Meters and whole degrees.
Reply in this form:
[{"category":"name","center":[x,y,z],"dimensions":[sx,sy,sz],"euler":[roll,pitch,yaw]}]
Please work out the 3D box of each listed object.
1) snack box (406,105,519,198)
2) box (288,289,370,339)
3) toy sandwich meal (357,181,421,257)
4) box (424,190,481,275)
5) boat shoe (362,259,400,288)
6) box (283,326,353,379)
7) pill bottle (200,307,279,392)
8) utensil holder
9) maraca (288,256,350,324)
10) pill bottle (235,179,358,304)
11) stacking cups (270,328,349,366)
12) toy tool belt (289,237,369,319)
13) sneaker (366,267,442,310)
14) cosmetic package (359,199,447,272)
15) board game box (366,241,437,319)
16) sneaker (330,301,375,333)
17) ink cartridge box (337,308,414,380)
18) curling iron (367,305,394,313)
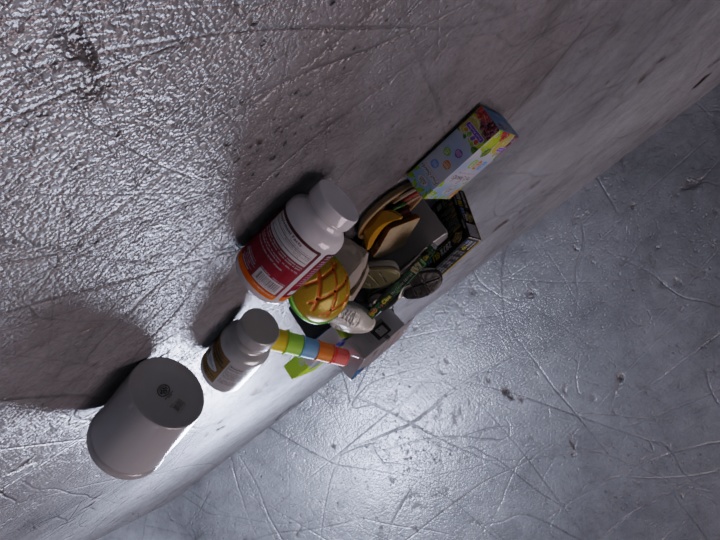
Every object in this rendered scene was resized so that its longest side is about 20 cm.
[{"category":"snack box","center":[0.209,-0.231,1.289],"dimensions":[0.200,0.068,0.168],"euler":[-40,168,25]},{"category":"box","center":[-0.060,0.084,1.625],"dimensions":[0.148,0.108,0.199],"euler":[-40,168,23]},{"category":"toy sandwich meal","center":[0.076,-0.107,1.373],"dimensions":[0.204,0.071,0.205],"euler":[-34,168,-8]},{"category":"box","center":[0.202,-0.083,1.597],"dimensions":[0.049,0.161,0.200],"euler":[11,139,-34]},{"category":"boat shoe","center":[0.000,0.000,1.444],"dimensions":[0.198,0.069,0.075],"euler":[-11,141,29]},{"category":"box","center":[-0.085,0.187,1.579],"dimensions":[0.199,0.048,0.122],"euler":[-40,168,19]},{"category":"pill bottle","center":[-0.260,0.171,1.386],"dimensions":[0.114,0.115,0.200],"euler":[-21,161,-49]},{"category":"utensil holder","center":[-0.426,0.291,1.269],"dimensions":[0.200,0.171,0.169],"euler":[-47,164,31]},{"category":"maraca","center":[-0.093,0.021,1.210],"dimensions":[0.200,0.106,0.138],"euler":[42,66,-40]},{"category":"pill bottle","center":[-0.100,-0.047,1.021],"dimensions":[0.200,0.114,0.113],"euler":[-41,167,23]},{"category":"stacking cups","center":[-0.118,0.179,1.460],"dimensions":[0.198,0.061,0.061],"euler":[18,142,-20]},{"category":"toy tool belt","center":[-0.067,0.029,1.355],"dimensions":[0.201,0.124,0.123],"euler":[-53,178,-14]},{"category":"sneaker","center":[0.108,0.020,1.589],"dimensions":[0.198,0.076,0.116],"euler":[-21,-152,18]},{"category":"cosmetic package","center":[0.101,-0.066,1.515],"dimensions":[0.199,0.107,0.090],"euler":[-34,168,-1]},{"category":"board game box","center":[0.095,0.024,1.457],"dimensions":[0.200,0.023,0.105],"euler":[-48,178,30]},{"category":"sneaker","center":[-0.052,0.097,1.449],"dimensions":[0.076,0.198,0.081],"euler":[-68,-162,0]},{"category":"ink cartridge box","center":[0.036,0.172,1.595],"dimensions":[0.199,0.067,0.116],"euler":[-35,163,-37]},{"category":"curling iron","center":[0.033,0.105,1.635],"dimensions":[0.049,0.026,0.199],"euler":[0,180,27]}]
